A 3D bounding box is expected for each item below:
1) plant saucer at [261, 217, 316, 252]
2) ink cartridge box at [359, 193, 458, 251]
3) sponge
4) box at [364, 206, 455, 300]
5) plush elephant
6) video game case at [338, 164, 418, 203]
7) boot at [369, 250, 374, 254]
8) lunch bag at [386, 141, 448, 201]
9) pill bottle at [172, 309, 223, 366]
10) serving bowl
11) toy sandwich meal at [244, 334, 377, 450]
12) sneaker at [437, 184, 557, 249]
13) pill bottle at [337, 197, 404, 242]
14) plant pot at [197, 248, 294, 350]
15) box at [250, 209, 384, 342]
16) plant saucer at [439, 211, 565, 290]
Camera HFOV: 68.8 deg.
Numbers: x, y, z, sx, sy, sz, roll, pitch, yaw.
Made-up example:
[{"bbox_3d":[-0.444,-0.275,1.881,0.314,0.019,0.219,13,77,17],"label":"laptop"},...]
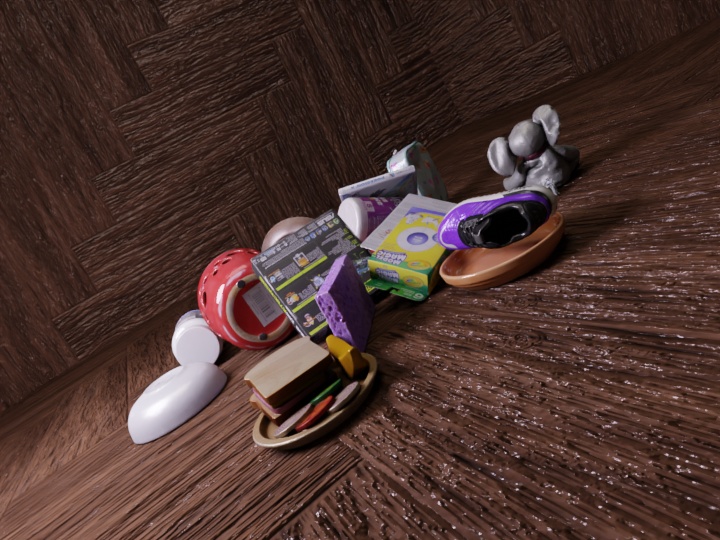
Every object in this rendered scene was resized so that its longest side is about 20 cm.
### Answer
[{"bbox_3d":[-0.132,-0.022,1.201,0.198,0.202,0.032,-25,22,15],"label":"plant saucer"},{"bbox_3d":[0.117,-0.069,1.026,0.161,0.058,0.201,17,51,30],"label":"ink cartridge box"},{"bbox_3d":[-0.020,0.054,0.839,0.029,0.113,0.200,-24,13,14],"label":"sponge"},{"bbox_3d":[0.096,-0.032,0.912,0.116,0.049,0.201,14,47,27],"label":"box"},{"bbox_3d":[0.347,-0.238,1.059,0.163,0.156,0.200,-24,13,23],"label":"plush elephant"},{"bbox_3d":[0.051,-0.161,1.256,0.179,0.022,0.201,-18,-26,1],"label":"video game case"},{"bbox_3d":[0.000,0.000,1.119,0.199,0.073,0.143,-29,9,-37],"label":"boot"},{"bbox_3d":[0.149,-0.233,1.391,0.076,0.202,0.160,-21,16,36],"label":"lunch bag"},{"bbox_3d":[-0.376,0.161,1.219,0.113,0.115,0.200,-31,13,-13],"label":"pill bottle"},{"bbox_3d":[-0.355,0.233,0.996,0.198,0.066,0.200,-29,12,6],"label":"serving bowl"},{"bbox_3d":[-0.070,0.145,0.682,0.203,0.071,0.205,-28,12,7],"label":"toy sandwich meal"},{"bbox_3d":[0.183,-0.066,0.782,0.198,0.070,0.099,-18,18,44],"label":"sneaker"},{"bbox_3d":[0.055,-0.111,1.202,0.197,0.114,0.112,-4,0,-29],"label":"pill bottle"},{"bbox_3d":[-0.229,0.063,1.090,0.199,0.203,0.182,-32,18,-15],"label":"plant pot"},{"bbox_3d":[-0.072,0.006,0.986,0.199,0.194,0.048,-34,-17,-21],"label":"box"},{"bbox_3d":[0.216,-0.027,0.801,0.198,0.038,0.200,-28,11,6],"label":"plant saucer"}]
